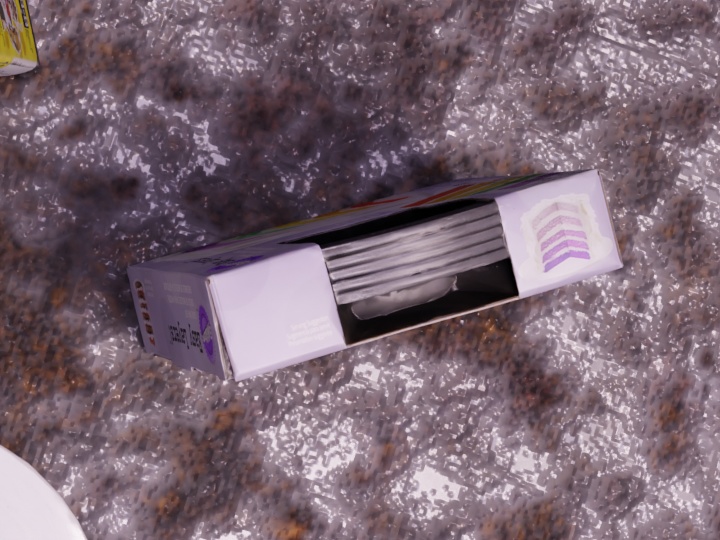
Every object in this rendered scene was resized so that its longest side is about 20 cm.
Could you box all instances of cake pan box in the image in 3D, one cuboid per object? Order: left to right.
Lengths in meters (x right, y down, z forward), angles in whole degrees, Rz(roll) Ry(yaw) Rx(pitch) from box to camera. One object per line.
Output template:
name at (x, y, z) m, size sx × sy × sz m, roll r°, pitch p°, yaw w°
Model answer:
cake pan box at (0.000, 0.000, 0.987) m, size 0.184 × 0.200 × 0.052 m, roll -17°, pitch 96°, yaw -14°

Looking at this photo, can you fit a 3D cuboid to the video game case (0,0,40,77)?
video game case at (-0.191, -0.186, 0.946) m, size 0.025 × 0.181 × 0.201 m, roll -12°, pitch 92°, yaw 5°

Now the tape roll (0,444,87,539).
tape roll at (-0.218, 0.165, 0.984) m, size 0.202 × 0.071 × 0.203 m, roll 0°, pitch 89°, yaw -17°
